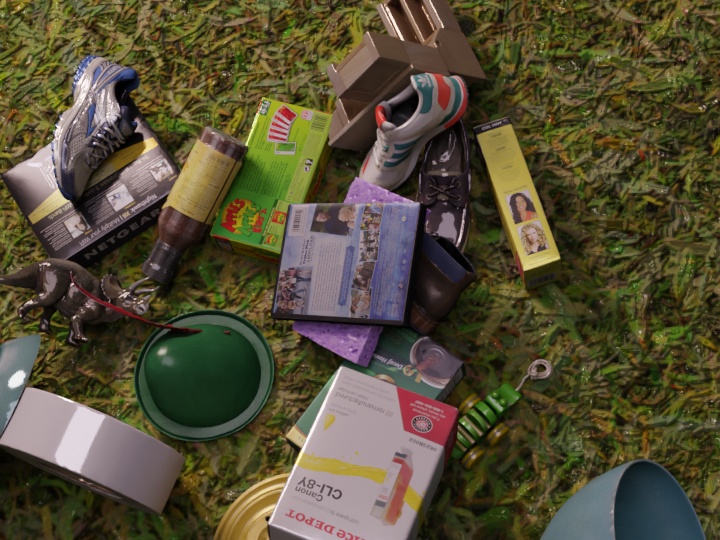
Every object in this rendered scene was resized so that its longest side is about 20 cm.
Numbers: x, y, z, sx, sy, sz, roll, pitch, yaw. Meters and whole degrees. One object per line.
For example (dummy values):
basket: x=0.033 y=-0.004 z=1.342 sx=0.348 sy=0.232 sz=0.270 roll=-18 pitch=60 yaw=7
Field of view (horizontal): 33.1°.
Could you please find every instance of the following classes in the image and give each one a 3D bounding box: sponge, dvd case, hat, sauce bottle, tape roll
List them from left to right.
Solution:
tape roll: x=-0.302 y=0.204 z=1.364 sx=0.202 sy=0.203 sz=0.071 roll=18 pitch=73 yaw=13
hat: x=-0.213 y=0.098 z=1.404 sx=0.199 sy=0.176 sz=0.166 roll=-6 pitch=68 yaw=4
sauce bottle: x=-0.211 y=-0.080 z=1.508 sx=0.065 sy=0.065 sz=0.200 roll=31 pitch=96 yaw=17
dvd case: x=-0.017 y=-0.008 z=1.414 sx=0.200 sy=0.018 sz=0.143 roll=2 pitch=79 yaw=37
sponge: x=0.000 y=0.000 z=1.430 sx=0.111 sy=0.030 sz=0.201 roll=24 pitch=92 yaw=39

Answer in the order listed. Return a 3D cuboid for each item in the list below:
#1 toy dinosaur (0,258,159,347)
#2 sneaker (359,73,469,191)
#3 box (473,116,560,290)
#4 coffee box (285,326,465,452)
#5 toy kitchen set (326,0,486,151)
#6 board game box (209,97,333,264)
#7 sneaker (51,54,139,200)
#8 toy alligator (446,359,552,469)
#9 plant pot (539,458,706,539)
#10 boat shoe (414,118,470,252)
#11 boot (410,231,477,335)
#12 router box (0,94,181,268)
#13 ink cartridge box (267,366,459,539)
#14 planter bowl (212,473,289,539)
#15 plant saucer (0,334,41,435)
toy dinosaur: x=-0.360 y=0.030 z=1.494 sx=0.199 sy=0.077 sz=0.103 roll=23 pitch=72 yaw=-7
sneaker: x=0.040 y=-0.170 z=1.477 sx=0.200 sy=0.093 sz=0.071 roll=-45 pitch=53 yaw=37
box: x=0.192 y=-0.082 z=1.484 sx=0.050 sy=0.075 sz=0.201 roll=-18 pitch=69 yaw=2
coffee box: x=0.019 y=0.157 z=1.426 sx=0.123 sy=0.044 sz=0.200 roll=36 pitch=77 yaw=18
toy kitchen set: x=0.011 y=-0.271 z=1.538 sx=0.163 sy=0.200 sz=0.181 roll=-40 pitch=62 yaw=36
board game box: x=-0.107 y=-0.113 z=1.544 sx=0.101 sy=0.048 sz=0.201 roll=15 pitch=71 yaw=12
sneaker: x=-0.329 y=-0.180 z=1.525 sx=0.085 sy=0.077 sz=0.201 roll=9 pitch=70 yaw=6
toy alligator: x=0.148 y=0.165 z=1.402 sx=0.200 sy=0.054 sz=0.059 roll=-42 pitch=71 yaw=-10
plant pot: x=0.264 y=0.312 z=1.277 sx=0.135 sy=0.200 sz=0.201 roll=-23 pitch=63 yaw=36
boat shoe: x=0.103 y=-0.108 z=1.507 sx=0.072 sy=0.065 sz=0.201 roll=4 pitch=70 yaw=7
boot: x=0.064 y=-0.029 z=1.455 sx=0.097 sy=0.075 sz=0.200 roll=-44 pitch=61 yaw=24
router box: x=-0.339 y=-0.109 z=1.567 sx=0.200 sy=0.052 sz=0.157 roll=-33 pitch=69 yaw=-6
ink cartridge box: x=0.005 y=0.225 z=1.305 sx=0.145 sy=0.083 sz=0.200 roll=19 pitch=62 yaw=11
planter bowl: x=-0.079 y=0.318 z=1.356 sx=0.200 sy=0.083 sz=0.201 roll=-2 pitch=69 yaw=5
plant saucer: x=-0.433 y=0.157 z=1.404 sx=0.036 sy=0.200 sz=0.201 roll=28 pitch=72 yaw=-18
